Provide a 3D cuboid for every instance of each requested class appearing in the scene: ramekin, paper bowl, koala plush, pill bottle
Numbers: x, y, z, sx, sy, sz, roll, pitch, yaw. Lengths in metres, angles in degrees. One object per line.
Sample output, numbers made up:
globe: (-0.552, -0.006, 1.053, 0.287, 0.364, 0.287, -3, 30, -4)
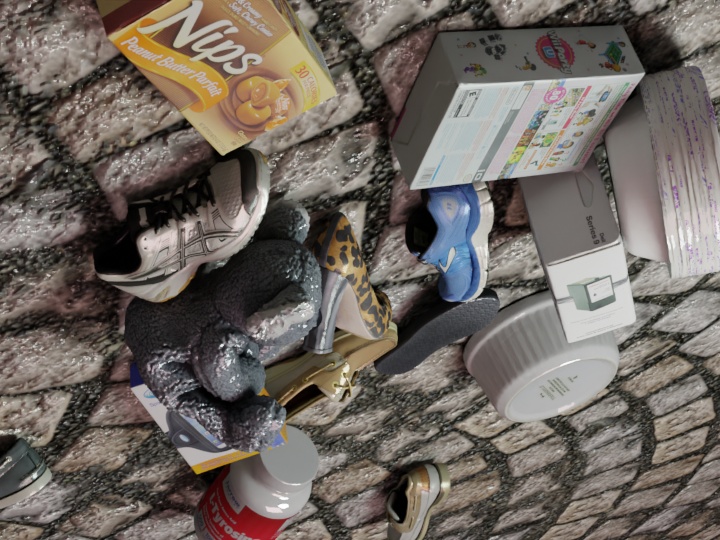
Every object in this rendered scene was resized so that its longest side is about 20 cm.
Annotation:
ramekin: (0.239, 0.114, 1.800, 0.200, 0.095, 0.203, -18, 151, -10)
paper bowl: (0.298, -0.092, 1.384, 0.103, 0.203, 0.201, -11, 153, 9)
koala plush: (-0.110, 0.040, 1.358, 0.182, 0.179, 0.200, 28, 131, -26)
pill bottle: (-0.131, 0.286, 1.811, 0.111, 0.113, 0.201, -1, 145, -33)

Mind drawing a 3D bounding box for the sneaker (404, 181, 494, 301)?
sneaker: (0.088, -0.036, 1.479, 0.088, 0.079, 0.201, -8, 144, -4)

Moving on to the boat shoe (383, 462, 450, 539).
boat shoe: (0.069, 0.354, 2.121, 0.067, 0.075, 0.201, -1, 138, -23)

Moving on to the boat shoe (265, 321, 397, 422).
boat shoe: (-0.039, 0.125, 1.652, 0.198, 0.067, 0.074, -28, 152, 11)

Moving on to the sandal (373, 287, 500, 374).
sandal: (0.082, 0.064, 1.672, 0.075, 0.043, 0.199, 16, 144, -39)

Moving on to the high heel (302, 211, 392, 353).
high heel: (0.000, 0.000, 1.495, 0.200, 0.070, 0.145, -23, 125, -66)

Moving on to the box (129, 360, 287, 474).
box: (-0.171, 0.143, 1.561, 0.118, 0.042, 0.201, -19, 137, 9)

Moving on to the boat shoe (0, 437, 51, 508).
boat shoe: (-0.447, 0.245, 1.596, 0.198, 0.073, 0.062, -22, 109, 13)

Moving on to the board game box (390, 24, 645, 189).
board game box: (0.144, -0.153, 1.315, 0.197, 0.065, 0.148, -6, 149, -24)

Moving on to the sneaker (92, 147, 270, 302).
sneaker: (-0.164, -0.041, 1.275, 0.087, 0.076, 0.200, 19, 129, -44)

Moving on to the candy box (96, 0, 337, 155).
candy box: (-0.108, -0.178, 1.101, 0.114, 0.056, 0.200, -27, 151, 9)

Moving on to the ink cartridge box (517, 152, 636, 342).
ink cartridge box: (0.225, -0.036, 1.481, 0.083, 0.148, 0.200, -17, 151, 7)
